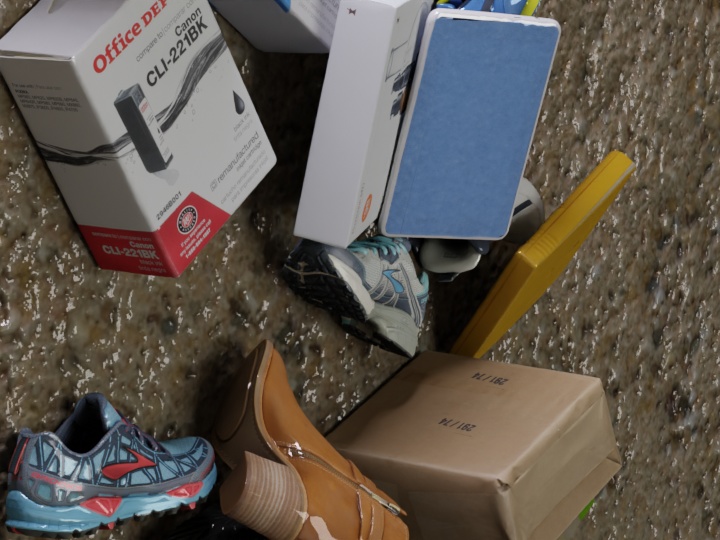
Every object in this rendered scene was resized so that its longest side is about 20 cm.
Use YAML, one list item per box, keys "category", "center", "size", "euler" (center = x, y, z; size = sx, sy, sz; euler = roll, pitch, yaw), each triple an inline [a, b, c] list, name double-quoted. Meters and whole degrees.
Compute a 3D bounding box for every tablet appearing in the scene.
- category: "tablet"
  center: [0.091, -0.119, 1.752]
  size: [0.130, 0.014, 0.201]
  euler: [1, 115, -29]

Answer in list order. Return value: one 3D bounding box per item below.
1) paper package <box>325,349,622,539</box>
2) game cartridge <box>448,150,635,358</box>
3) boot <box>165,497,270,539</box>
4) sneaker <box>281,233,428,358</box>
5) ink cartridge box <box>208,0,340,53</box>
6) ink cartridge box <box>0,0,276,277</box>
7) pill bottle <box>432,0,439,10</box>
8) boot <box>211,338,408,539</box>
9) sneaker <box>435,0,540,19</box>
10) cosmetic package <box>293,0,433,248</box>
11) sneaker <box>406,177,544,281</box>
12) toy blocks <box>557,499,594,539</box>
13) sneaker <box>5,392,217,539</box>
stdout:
- category: "paper package"
  center: [0.098, 0.164, 1.826]
  size: [0.190, 0.199, 0.104]
  euler: [-38, 124, -44]
- category: "game cartridge"
  center: [0.166, -0.007, 1.956]
  size: [0.200, 0.032, 0.177]
  euler: [-40, 167, -44]
- category: "boot"
  center: [-0.088, 0.266, 1.662]
  size: [0.211, 0.079, 0.159]
  euler: [-36, 123, -62]
- category: "sneaker"
  center: [0.000, 0.000, 1.774]
  size: [0.087, 0.077, 0.200]
  euler: [-67, 151, -13]
- category: "ink cartridge box"
  center: [-0.056, -0.294, 1.647]
  size: [0.146, 0.086, 0.201]
  euler: [41, 64, -49]
- category: "ink cartridge box"
  center: [-0.161, -0.118, 1.526]
  size: [0.144, 0.083, 0.201]
  euler: [-52, 133, -35]
- category: "pill bottle"
  center: [0.081, -0.282, 1.814]
  size: [0.111, 0.111, 0.200]
  euler: [-58, 137, -31]
- category: "boot"
  center: [-0.033, 0.150, 1.652]
  size: [0.155, 0.077, 0.200]
  euler: [26, 27, -22]
- category: "sneaker"
  center: [0.074, -0.181, 1.766]
  size: [0.078, 0.066, 0.201]
  euler: [25, 104, -24]
- category: "cosmetic package"
  center: [0.005, -0.133, 1.700]
  size: [0.151, 0.051, 0.201]
  euler: [-42, 146, -68]
- category: "sneaker"
  center: [0.096, -0.036, 1.873]
  size: [0.199, 0.079, 0.130]
  euler: [40, 48, -48]
- category: "toy blocks"
  center: [0.102, 0.253, 1.912]
  size: [0.200, 0.136, 0.100]
  euler: [-52, 136, -27]
- category: "sneaker"
  center: [-0.177, 0.136, 1.546]
  size: [0.200, 0.079, 0.096]
  euler: [-11, 102, -53]
